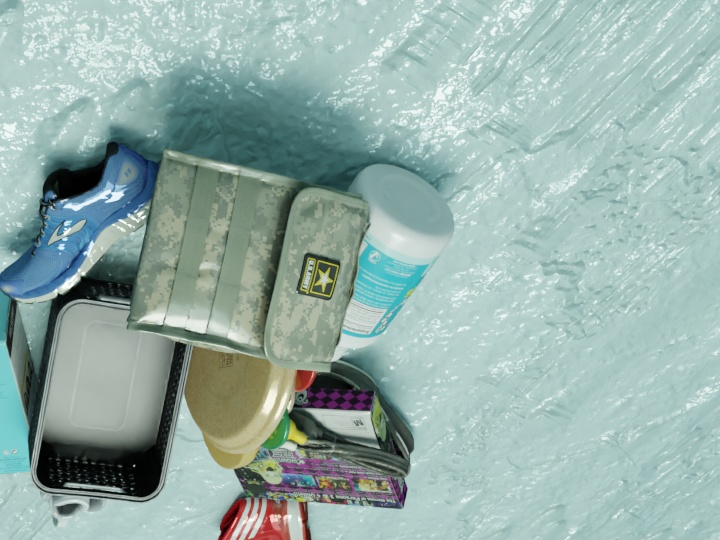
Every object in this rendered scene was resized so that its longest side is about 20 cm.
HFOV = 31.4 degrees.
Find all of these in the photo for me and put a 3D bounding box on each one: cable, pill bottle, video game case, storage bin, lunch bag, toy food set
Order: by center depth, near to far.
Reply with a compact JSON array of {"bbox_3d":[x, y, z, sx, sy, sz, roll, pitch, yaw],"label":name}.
[{"bbox_3d":[-0.096,-0.006,1.141,0.199,0.118,0.165,13,90,-11],"label":"lunch bag"},{"bbox_3d":[0.000,0.000,1.267,0.110,0.111,0.200,18,128,-24],"label":"pill bottle"},{"bbox_3d":[-0.114,0.087,1.272,0.048,0.201,0.198,8,151,-38],"label":"toy food set"},{"bbox_3d":[-0.253,0.119,1.287,0.134,0.094,0.201,9,100,-18],"label":"storage bin"},{"bbox_3d":[-0.050,0.193,1.369,0.199,0.051,0.097,28,148,-12],"label":"cable"},{"bbox_3d":[-0.060,0.200,1.446,0.199,0.036,0.182,0,135,19],"label":"video game case"}]

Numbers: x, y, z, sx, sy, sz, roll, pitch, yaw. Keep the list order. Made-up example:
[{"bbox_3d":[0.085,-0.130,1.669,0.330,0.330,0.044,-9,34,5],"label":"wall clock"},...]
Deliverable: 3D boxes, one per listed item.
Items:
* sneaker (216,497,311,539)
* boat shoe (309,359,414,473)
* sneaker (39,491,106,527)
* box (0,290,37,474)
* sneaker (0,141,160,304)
[{"bbox_3d":[-0.121,0.352,1.607,0.115,0.078,0.201,0,121,1],"label":"sneaker"},{"bbox_3d":[0.003,0.170,1.459,0.067,0.057,0.200,-30,130,17],"label":"boat shoe"},{"bbox_3d":[-0.288,0.188,1.385,0.075,0.115,0.200,22,125,-27],"label":"sneaker"},{"bbox_3d":[-0.370,0.117,1.328,0.049,0.083,0.201,-5,132,-5],"label":"box"},{"bbox_3d":[-0.275,-0.050,1.206,0.200,0.079,0.089,-40,120,14],"label":"sneaker"}]
